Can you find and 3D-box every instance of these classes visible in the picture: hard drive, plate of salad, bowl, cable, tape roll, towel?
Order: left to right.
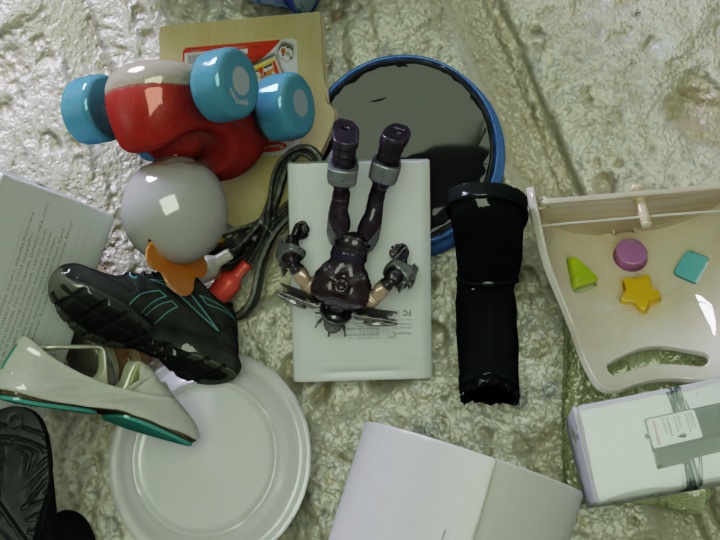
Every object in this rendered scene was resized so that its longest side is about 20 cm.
[{"bbox_3d":[-0.138,0.177,1.260,0.197,0.048,0.203,-4,74,13],"label":"plate of salad"},{"bbox_3d":[-0.100,-0.027,1.269,0.199,0.050,0.098,-40,85,17],"label":"cable"},{"bbox_3d":[0.000,0.000,1.253,0.130,0.027,0.203,-1,100,-1],"label":"hard drive"},{"bbox_3d":[0.041,-0.112,1.302,0.197,0.039,0.204,-1,80,4],"label":"bowl"},{"bbox_3d":[0.076,0.226,1.156,0.200,0.203,0.141,17,82,7],"label":"tape roll"},{"bbox_3d":[0.255,0.117,1.245,0.146,0.037,0.203,4,80,6],"label":"towel"}]

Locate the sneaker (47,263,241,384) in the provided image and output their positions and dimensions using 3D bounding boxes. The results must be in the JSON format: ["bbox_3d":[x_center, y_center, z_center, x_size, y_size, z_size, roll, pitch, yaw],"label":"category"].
[{"bbox_3d":[-0.189,0.034,1.207,0.075,0.199,0.080,-21,50,41],"label":"sneaker"}]

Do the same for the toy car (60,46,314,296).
[{"bbox_3d":[-0.154,-0.076,1.211,0.182,0.176,0.203,-4,82,31],"label":"toy car"}]

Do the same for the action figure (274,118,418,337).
[{"bbox_3d":[-0.006,-0.030,1.203,0.128,0.070,0.203,9,113,-9],"label":"action figure"}]

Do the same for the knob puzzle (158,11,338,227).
[{"bbox_3d":[-0.110,-0.140,1.312,0.216,0.030,0.223,0,91,21],"label":"knob puzzle"}]

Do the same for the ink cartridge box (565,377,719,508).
[{"bbox_3d":[0.280,0.143,1.146,0.197,0.147,0.084,-11,78,5],"label":"ink cartridge box"}]

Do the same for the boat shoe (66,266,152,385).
[{"bbox_3d":[-0.265,0.028,1.291,0.071,0.076,0.201,-17,63,-37],"label":"boat shoe"}]

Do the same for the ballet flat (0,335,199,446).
[{"bbox_3d":[-0.219,0.102,1.182,0.198,0.069,0.070,20,79,-33],"label":"ballet flat"}]

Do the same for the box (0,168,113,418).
[{"bbox_3d":[-0.355,0.004,1.214,0.197,0.130,0.203,20,90,40],"label":"box"}]

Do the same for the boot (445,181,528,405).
[{"bbox_3d":[0.111,0.027,1.197,0.072,0.199,0.165,1,73,7],"label":"boot"}]

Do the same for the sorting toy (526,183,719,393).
[{"bbox_3d":[0.251,0.018,1.204,0.197,0.107,0.183,-5,65,-2],"label":"sorting toy"}]

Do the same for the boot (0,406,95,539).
[{"bbox_3d":[-0.288,0.223,1.199,0.075,0.168,0.204,-2,84,4],"label":"boot"}]

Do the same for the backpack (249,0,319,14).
[{"bbox_3d":[-0.046,-0.345,1.279,0.145,0.183,0.202,22,86,9],"label":"backpack"}]
